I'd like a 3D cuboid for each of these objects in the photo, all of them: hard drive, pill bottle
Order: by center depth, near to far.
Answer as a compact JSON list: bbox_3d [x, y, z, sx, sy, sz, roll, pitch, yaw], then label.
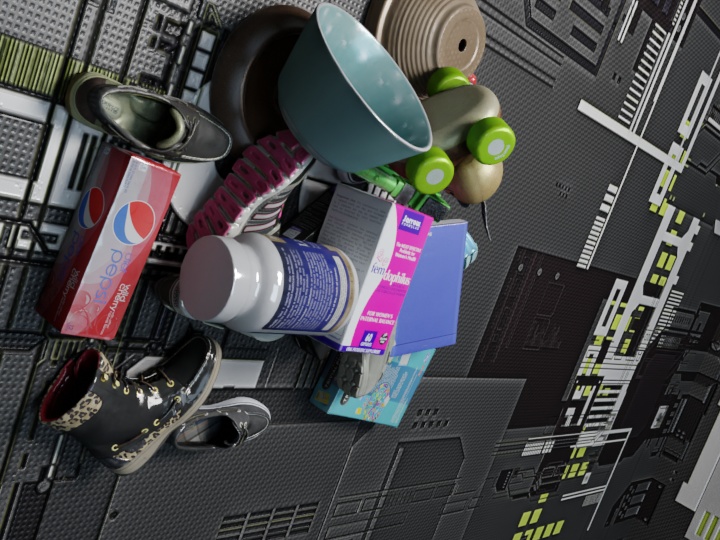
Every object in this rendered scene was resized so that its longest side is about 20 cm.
[{"bbox_3d":[-0.104,0.017,0.937,0.200,0.116,0.116,8,105,-51],"label":"pill bottle"},{"bbox_3d":[0.099,0.026,1.225,0.132,0.025,0.200,-8,110,-33],"label":"hard drive"}]

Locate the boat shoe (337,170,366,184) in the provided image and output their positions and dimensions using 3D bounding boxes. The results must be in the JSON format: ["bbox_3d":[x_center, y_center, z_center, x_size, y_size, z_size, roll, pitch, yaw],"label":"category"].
[{"bbox_3d":[0.056,-0.169,1.133,0.199,0.068,0.074,-26,128,-37],"label":"boat shoe"}]

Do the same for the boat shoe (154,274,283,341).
[{"bbox_3d":[-0.167,0.040,1.007,0.200,0.064,0.071,23,81,-50],"label":"boat shoe"}]

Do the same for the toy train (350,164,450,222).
[{"bbox_3d":[0.041,-0.119,1.078,0.200,0.056,0.042,24,111,-34],"label":"toy train"}]

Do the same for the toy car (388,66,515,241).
[{"bbox_3d":[0.123,-0.132,1.052,0.158,0.164,0.200,-26,134,1],"label":"toy car"}]

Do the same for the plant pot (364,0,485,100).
[{"bbox_3d":[0.104,-0.315,1.087,0.201,0.093,0.201,-24,126,-38],"label":"plant pot"}]

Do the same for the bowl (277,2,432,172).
[{"bbox_3d":[-0.019,-0.193,0.919,0.105,0.201,0.201,-33,149,26],"label":"bowl"}]

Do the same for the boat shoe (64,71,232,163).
[{"bbox_3d":[-0.211,-0.151,0.850,0.201,0.066,0.072,16,100,-49],"label":"boat shoe"}]

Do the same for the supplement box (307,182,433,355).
[{"bbox_3d":[0.000,0.000,1.055,0.101,0.103,0.200,12,98,-52],"label":"supplement box"}]

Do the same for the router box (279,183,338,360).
[{"bbox_3d":[-0.046,0.003,1.128,0.157,0.052,0.200,-42,136,-25],"label":"router box"}]

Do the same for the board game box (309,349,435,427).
[{"bbox_3d":[0.024,0.168,1.302,0.200,0.047,0.151,25,92,-51],"label":"board game box"}]

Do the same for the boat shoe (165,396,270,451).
[{"bbox_3d":[-0.187,0.212,1.078,0.200,0.066,0.070,17,98,-50],"label":"boat shoe"}]

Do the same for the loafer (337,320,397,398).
[{"bbox_3d":[0.018,0.092,1.160,0.070,0.070,0.200,-17,132,-50],"label":"loafer"}]

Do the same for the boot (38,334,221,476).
[{"bbox_3d":[-0.268,0.136,0.947,0.200,0.073,0.151,-49,139,-9],"label":"boot"}]

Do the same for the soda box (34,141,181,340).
[{"bbox_3d":[-0.270,-0.029,0.856,0.070,0.063,0.200,18,97,-51],"label":"soda box"}]

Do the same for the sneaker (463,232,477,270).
[{"bbox_3d":[0.141,0.012,1.321,0.130,0.079,0.200,-24,128,-36],"label":"sneaker"}]

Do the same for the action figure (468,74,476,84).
[{"bbox_3d":[0.183,-0.223,1.263,0.065,0.052,0.200,-38,133,-22],"label":"action figure"}]

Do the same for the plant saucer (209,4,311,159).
[{"bbox_3d":[-0.092,-0.217,0.974,0.200,0.032,0.200,-26,129,-36],"label":"plant saucer"}]

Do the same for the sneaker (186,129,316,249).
[{"bbox_3d":[-0.121,-0.085,0.970,0.200,0.074,0.087,-47,153,6],"label":"sneaker"}]
